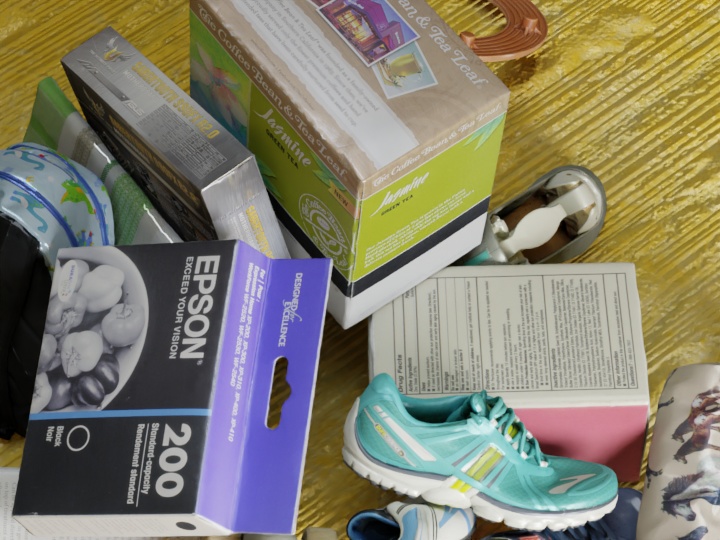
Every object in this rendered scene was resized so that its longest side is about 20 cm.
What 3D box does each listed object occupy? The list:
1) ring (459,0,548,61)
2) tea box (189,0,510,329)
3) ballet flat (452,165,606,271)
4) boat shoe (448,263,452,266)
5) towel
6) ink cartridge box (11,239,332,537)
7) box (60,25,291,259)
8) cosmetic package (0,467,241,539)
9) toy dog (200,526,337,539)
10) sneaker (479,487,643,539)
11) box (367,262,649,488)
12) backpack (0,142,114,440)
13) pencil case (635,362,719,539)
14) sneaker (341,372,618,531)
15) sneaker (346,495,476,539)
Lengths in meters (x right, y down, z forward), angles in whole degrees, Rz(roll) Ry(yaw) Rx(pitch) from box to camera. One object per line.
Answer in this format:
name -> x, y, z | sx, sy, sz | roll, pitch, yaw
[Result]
ring -> 0.060, -0.225, 1.937 | 0.199, 0.019, 0.201 | 11, 28, -6
tea box -> -0.014, -0.106, 1.640 | 0.133, 0.197, 0.200 | -31, 64, -22
ballet flat -> 0.146, -0.038, 1.782 | 0.200, 0.064, 0.068 | -32, 88, -45
boat shoe -> 0.000, 0.000, 1.788 | 0.198, 0.069, 0.071 | 3, 72, -9
towel -> -0.192, -0.030, 1.753 | 0.031, 0.150, 0.200 | -21, 63, -37
ink cartridge box -> -0.126, 0.078, 1.559 | 0.198, 0.043, 0.200 | -3, 66, 23
box -> -0.128, -0.066, 1.693 | 0.048, 0.159, 0.200 | -35, 48, -16
cosmetic package -> -0.173, 0.189, 1.625 | 0.198, 0.071, 0.102 | 2, 86, 3
toy dog -> -0.063, 0.250, 1.533 | 0.131, 0.096, 0.202 | -13, 86, -6
sneaker -> 0.129, 0.202, 1.622 | 0.199, 0.085, 0.075 | -32, 58, -21
box -> 0.105, 0.077, 1.702 | 0.198, 0.109, 0.129 | -1, 53, 1
backpack -> -0.255, 0.005, 1.711 | 0.162, 0.201, 0.154 | 27, 57, 21
pencil case -> 0.241, 0.158, 1.629 | 0.089, 0.078, 0.201 | 2, 66, 23
sneaker -> 0.087, 0.125, 1.602 | 0.199, 0.080, 0.078 | 15, 15, -10
sneaker -> 0.030, 0.181, 1.594 | 0.072, 0.200, 0.073 | -41, 92, 16
